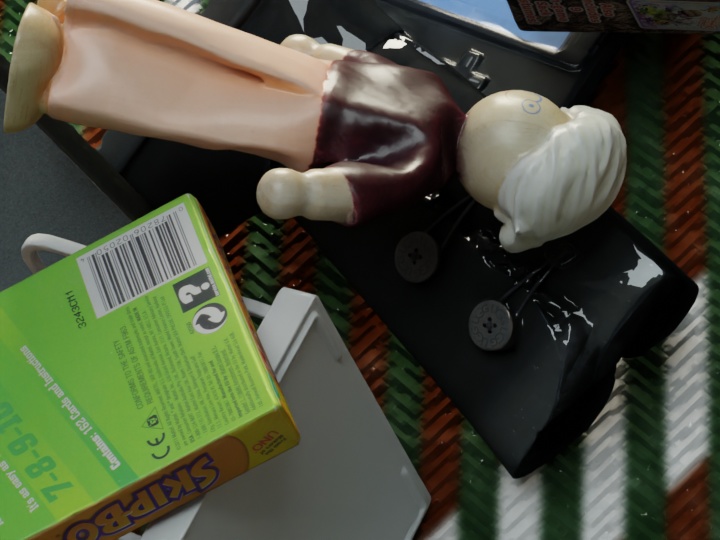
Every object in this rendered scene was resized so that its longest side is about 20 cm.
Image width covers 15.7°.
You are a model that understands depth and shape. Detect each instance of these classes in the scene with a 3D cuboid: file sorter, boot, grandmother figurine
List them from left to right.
[{"bbox_3d":[-0.089,0.110,0.854,0.124,0.139,0.200,16,64,28],"label":"file sorter"},{"bbox_3d":[-0.012,-0.050,0.850,0.200,0.061,0.121,12,39,-2],"label":"grandmother figurine"},{"bbox_3d":[0.000,-0.001,0.938,0.200,0.066,0.165,42,117,15],"label":"boot"}]

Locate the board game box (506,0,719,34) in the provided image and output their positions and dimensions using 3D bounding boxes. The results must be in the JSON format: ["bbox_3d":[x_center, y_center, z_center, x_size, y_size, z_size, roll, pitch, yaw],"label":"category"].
[{"bbox_3d":[0.152,-0.174,0.931,0.200,0.097,0.160,3,74,14],"label":"board game box"}]

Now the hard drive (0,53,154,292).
[{"bbox_3d":[-0.187,0.001,0.925,0.200,0.140,0.033,-39,21,14],"label":"hard drive"}]

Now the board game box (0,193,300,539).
[{"bbox_3d":[-0.123,0.059,0.801,0.200,0.030,0.096,-26,49,1],"label":"board game box"}]

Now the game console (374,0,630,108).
[{"bbox_3d":[0.037,-0.170,1.005,0.171,0.118,0.200,23,68,29],"label":"game console"}]
